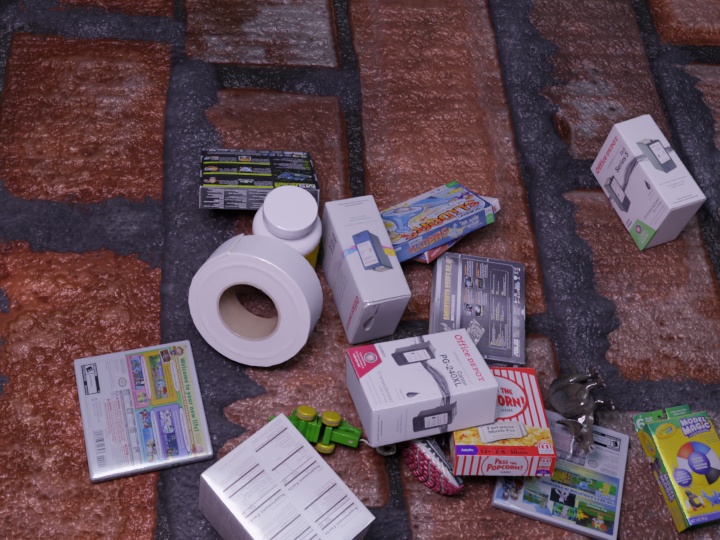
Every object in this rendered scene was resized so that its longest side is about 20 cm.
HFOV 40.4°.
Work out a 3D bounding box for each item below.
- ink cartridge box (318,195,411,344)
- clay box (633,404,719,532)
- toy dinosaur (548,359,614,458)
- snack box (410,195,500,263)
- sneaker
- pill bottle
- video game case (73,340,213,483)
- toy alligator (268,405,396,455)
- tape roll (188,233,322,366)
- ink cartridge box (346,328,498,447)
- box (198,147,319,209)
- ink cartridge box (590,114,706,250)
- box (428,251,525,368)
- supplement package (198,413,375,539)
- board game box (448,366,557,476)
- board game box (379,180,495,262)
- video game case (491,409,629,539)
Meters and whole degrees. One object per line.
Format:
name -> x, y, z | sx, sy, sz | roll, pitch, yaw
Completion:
ink cartridge box -> 0.000, 0.000, 1.617 | 0.087, 0.145, 0.200 | -10, 61, -17
clay box -> 0.532, 0.310, 1.583 | 0.115, 0.048, 0.200 | -9, 63, -15
toy dinosaur -> 0.343, 0.199, 1.578 | 0.102, 0.077, 0.200 | -25, 37, 6
snack box -> 0.157, -0.077, 1.729 | 0.200, 0.024, 0.072 | -36, 33, -31
sneaker -> 0.097, 0.258, 1.520 | 0.075, 0.081, 0.200 | -27, 67, -25
pill bottle -> -0.122, -0.047, 1.591 | 0.112, 0.200, 0.112 | 5, 59, -8
video game case -> -0.335, 0.213, 1.506 | 0.182, 0.022, 0.200 | -9, 61, -15
toy alligator -> -0.042, 0.247, 1.520 | 0.200, 0.059, 0.054 | 13, 18, -2
tape roll -> -0.163, 0.047, 1.523 | 0.202, 0.202, 0.071 | 24, 32, 4
ink cartridge box -> 0.092, 0.174, 1.488 | 0.200, 0.083, 0.145 | -10, 37, -13
box -> -0.177, -0.158, 1.684 | 0.200, 0.048, 0.193 | 1, 28, -10
ink cartridge box -> 0.525, -0.162, 1.804 | 0.084, 0.146, 0.200 | -17, 64, -17
box -> 0.199, 0.071, 1.666 | 0.158, 0.048, 0.200 | 7, 58, -4
supplement package -> -0.109, 0.344, 1.390 | 0.151, 0.152, 0.200 | -35, 71, -27
board game box -> 0.210, 0.232, 1.525 | 0.151, 0.046, 0.200 | 1, 36, -4
board game box -> 0.114, -0.086, 1.701 | 0.200, 0.034, 0.135 | -24, 32, -16
video game case -> 0.320, 0.318, 1.558 | 0.200, 0.022, 0.182 | 18, 58, 0
